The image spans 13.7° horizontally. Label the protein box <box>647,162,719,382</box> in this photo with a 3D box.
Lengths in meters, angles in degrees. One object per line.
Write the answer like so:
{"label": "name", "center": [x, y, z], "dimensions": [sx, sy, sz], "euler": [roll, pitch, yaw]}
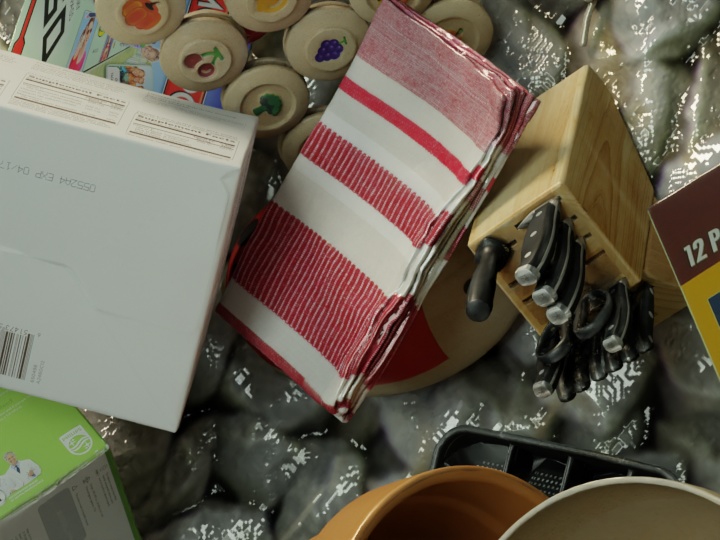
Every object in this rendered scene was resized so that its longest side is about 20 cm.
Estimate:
{"label": "protein box", "center": [0.266, 0.042, 1.393], "dimensions": [0.135, 0.198, 0.201], "euler": [-33, 62, 24]}

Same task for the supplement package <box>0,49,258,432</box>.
{"label": "supplement package", "center": [-0.172, -0.023, 1.623], "dimensions": [0.199, 0.111, 0.156], "euler": [15, 108, -1]}

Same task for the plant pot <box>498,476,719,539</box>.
{"label": "plant pot", "center": [0.157, 0.199, 1.399], "dimensions": [0.200, 0.134, 0.201], "euler": [-4, 83, 32]}

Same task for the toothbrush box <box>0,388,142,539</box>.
{"label": "toothbrush box", "center": [-0.217, 0.101, 1.732], "dimensions": [0.086, 0.146, 0.200], "euler": [-34, 55, -17]}

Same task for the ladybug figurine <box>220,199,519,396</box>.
{"label": "ladybug figurine", "center": [0.000, 0.000, 1.663], "dimensions": [0.199, 0.072, 0.136], "euler": [-11, 73, 32]}

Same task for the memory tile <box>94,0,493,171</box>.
{"label": "memory tile", "center": [-0.034, -0.138, 1.647], "dimensions": [0.153, 0.200, 0.017], "euler": [-40, 37, 20]}

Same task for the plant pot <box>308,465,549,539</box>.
{"label": "plant pot", "center": [0.015, 0.205, 1.481], "dimensions": [0.140, 0.199, 0.201], "euler": [-16, 70, 48]}

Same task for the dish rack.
{"label": "dish rack", "center": [0.095, 0.192, 1.564], "dimensions": [0.153, 0.054, 0.201], "euler": [10, 85, 36]}

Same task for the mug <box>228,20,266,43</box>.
{"label": "mug", "center": [-0.116, -0.227, 1.688], "dimensions": [0.199, 0.134, 0.178], "euler": [3, 42, -4]}

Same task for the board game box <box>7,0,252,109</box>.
{"label": "board game box", "center": [-0.136, -0.117, 1.730], "dimensions": [0.134, 0.029, 0.201], "euler": [15, 65, 0]}

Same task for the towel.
{"label": "towel", "center": [0.003, -0.036, 1.593], "dimensions": [0.144, 0.023, 0.201], "euler": [39, 102, 50]}

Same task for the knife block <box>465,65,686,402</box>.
{"label": "knife block", "center": [0.095, -0.027, 1.541], "dimensions": [0.064, 0.175, 0.201], "euler": [-33, 62, 23]}

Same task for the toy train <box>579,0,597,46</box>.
{"label": "toy train", "center": [0.130, -0.226, 1.600], "dimensions": [0.084, 0.116, 0.201], "euler": [21, 91, 36]}
